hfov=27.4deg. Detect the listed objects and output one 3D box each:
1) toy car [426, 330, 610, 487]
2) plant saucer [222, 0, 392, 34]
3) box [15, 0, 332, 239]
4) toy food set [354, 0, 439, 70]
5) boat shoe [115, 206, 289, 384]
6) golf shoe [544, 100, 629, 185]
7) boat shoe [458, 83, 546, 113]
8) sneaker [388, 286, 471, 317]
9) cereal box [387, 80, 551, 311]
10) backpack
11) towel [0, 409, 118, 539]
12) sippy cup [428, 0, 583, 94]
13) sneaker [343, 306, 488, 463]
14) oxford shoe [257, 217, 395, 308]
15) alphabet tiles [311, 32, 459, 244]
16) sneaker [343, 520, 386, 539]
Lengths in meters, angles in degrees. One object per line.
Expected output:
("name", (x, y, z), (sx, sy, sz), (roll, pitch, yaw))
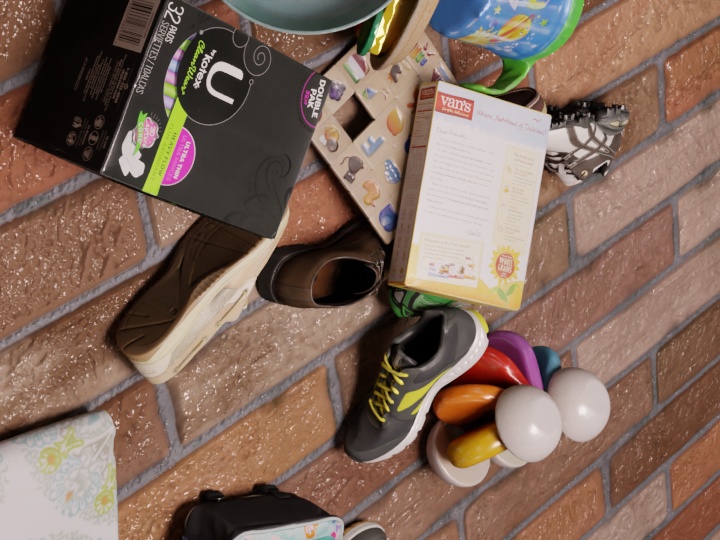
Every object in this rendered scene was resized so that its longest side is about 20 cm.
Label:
("toy car", (0.162, 0.143, 1.636), (0.199, 0.175, 0.151), (-13, 78, -43))
("plant saucer", (-0.045, -0.286, 1.232), (0.201, 0.199, 0.036), (-59, 175, -12))
("box", (-0.147, -0.131, 1.197), (0.199, 0.124, 0.150), (21, 90, -50))
("toy food set", (0.043, -0.277, 1.321), (0.048, 0.198, 0.202), (20, 103, -13))
("boat shoe", (-0.133, 0.014, 1.315), (0.200, 0.072, 0.065), (-50, 144, -18))
("golf shoe", (0.230, -0.137, 1.638), (0.199, 0.077, 0.096), (-9, 112, -44))
("boat shoe", (0.114, -0.156, 1.512), (0.199, 0.072, 0.073), (-27, 123, -29))
("sneaker", (0.093, 0.007, 1.561), (0.199, 0.085, 0.079), (-4, 66, -58))
("cereal box", (0.108, -0.071, 1.446), (0.143, 0.039, 0.202), (13, 84, -30))
("backpack", (-0.096, 0.330, 1.425), (0.177, 0.150, 0.202), (1, 109, -48))
("towel", (-0.283, 0.232, 1.253), (0.170, 0.048, 0.202), (-19, 118, -45))
("sippy cup", (0.127, -0.272, 1.426), (0.130, 0.139, 0.179), (-7, 71, -46))
("sneaker", (0.041, 0.109, 1.505), (0.201, 0.074, 0.084), (-51, 144, 7))
("oxford shoe", (0.000, 0.000, 1.439), (0.199, 0.084, 0.073), (-24, 120, -41))
("alphabet tiles", (0.042, -0.131, 1.432), (0.167, 0.008, 0.201), (-46, 113, -22))
("sneaker", (-0.020, 0.359, 1.554), (0.201, 0.087, 0.076), (-53, 134, -21))
